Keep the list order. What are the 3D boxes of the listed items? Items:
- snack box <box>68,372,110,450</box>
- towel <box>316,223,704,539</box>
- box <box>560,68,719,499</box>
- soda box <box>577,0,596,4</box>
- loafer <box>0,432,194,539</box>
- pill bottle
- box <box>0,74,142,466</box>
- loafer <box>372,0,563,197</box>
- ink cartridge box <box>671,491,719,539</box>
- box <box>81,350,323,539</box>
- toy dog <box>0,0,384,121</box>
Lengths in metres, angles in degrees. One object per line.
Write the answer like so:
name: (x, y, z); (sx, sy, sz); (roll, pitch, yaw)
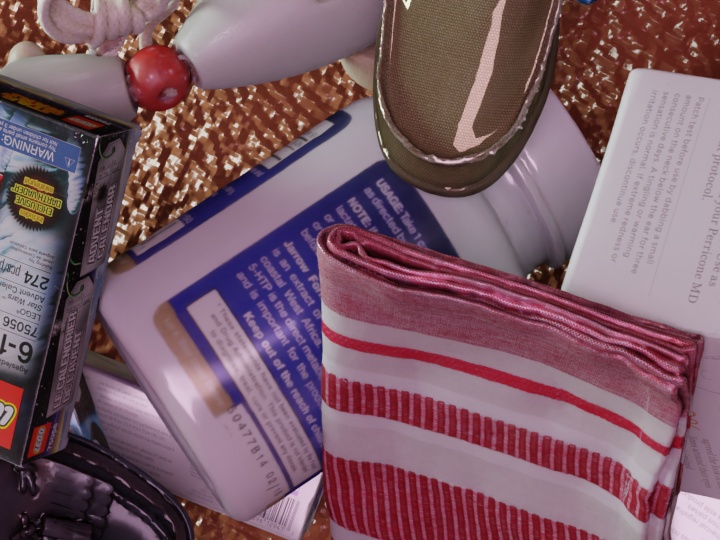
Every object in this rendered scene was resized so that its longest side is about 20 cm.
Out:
snack box: (-0.179, 0.042, 1.211); (0.115, 0.037, 0.201); (-18, 96, 10)
towel: (0.051, 0.070, 1.083); (0.143, 0.023, 0.201); (18, 144, 14)
box: (0.192, 0.020, 1.066); (0.199, 0.152, 0.107); (10, 65, 21)
soda box: (0.119, -0.210, 1.169); (0.064, 0.068, 0.201); (32, 100, 4)
loafer: (-0.166, 0.091, 1.165); (0.199, 0.063, 0.072); (22, 102, 3)
pill bottle: (0.000, 0.000, 1.173); (0.199, 0.120, 0.120); (-33, 93, -6)
box: (-0.194, -0.022, 1.142); (0.199, 0.040, 0.138); (20, 107, 20)
loafer: (0.047, -0.129, 1.104); (0.075, 0.067, 0.201); (11, 84, 11)
ink cartridge box: (0.084, 0.150, 1.210); (0.145, 0.088, 0.201); (33, 98, 3)
box: (-0.109, 0.061, 1.244); (0.199, 0.039, 0.042); (20, 98, 4)
toy dog: (-0.060, -0.117, 1.185); (0.199, 0.097, 0.132); (-6, 139, -21)
